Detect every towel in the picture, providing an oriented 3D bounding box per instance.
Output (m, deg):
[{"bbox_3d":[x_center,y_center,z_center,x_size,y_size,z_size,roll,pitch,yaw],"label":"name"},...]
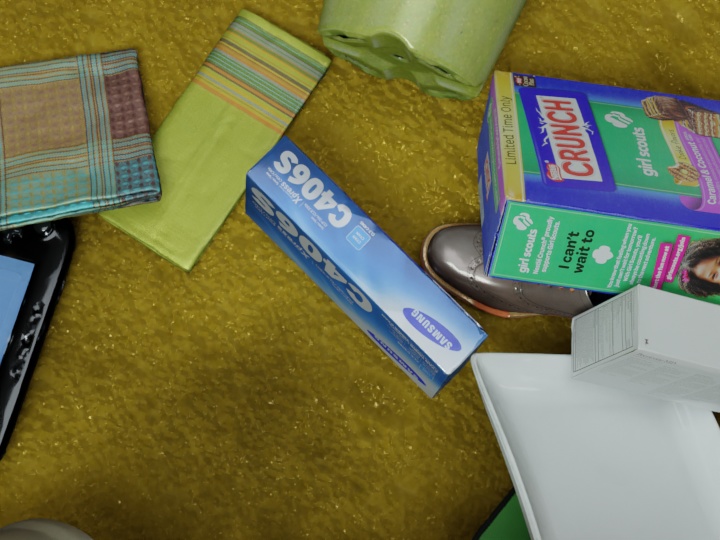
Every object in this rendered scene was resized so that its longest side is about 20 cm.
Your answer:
[{"bbox_3d":[-0.252,-0.094,1.044,0.197,0.022,0.148,-11,59,-7],"label":"towel"},{"bbox_3d":[-0.108,-0.101,1.082,0.085,0.018,0.201,31,76,9],"label":"towel"}]

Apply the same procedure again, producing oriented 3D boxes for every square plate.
[{"bbox_3d":[0.180,0.146,0.972,0.198,0.029,0.200,3,52,-29],"label":"square plate"}]

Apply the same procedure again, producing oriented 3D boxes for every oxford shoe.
[{"bbox_3d":[0.143,0.000,1.046,0.197,0.073,0.072,13,75,-1],"label":"oxford shoe"}]

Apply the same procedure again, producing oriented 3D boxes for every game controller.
[{"bbox_3d":[-0.275,0.041,1.014,0.103,0.042,0.202,16,72,-1],"label":"game controller"}]

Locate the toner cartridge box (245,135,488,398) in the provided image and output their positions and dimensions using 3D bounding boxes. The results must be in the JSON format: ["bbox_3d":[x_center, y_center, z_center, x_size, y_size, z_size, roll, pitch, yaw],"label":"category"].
[{"bbox_3d":[0.000,0.000,1.023,0.200,0.095,0.043,45,77,8],"label":"toner cartridge box"}]

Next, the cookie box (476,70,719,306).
[{"bbox_3d":[0.188,-0.059,1.023,0.197,0.076,0.172,7,38,-3],"label":"cookie box"}]

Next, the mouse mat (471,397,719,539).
[{"bbox_3d":[0.189,0.177,0.997,0.160,0.008,0.200,37,55,14],"label":"mouse mat"}]

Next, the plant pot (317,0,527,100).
[{"bbox_3d":[0.058,-0.234,1.053,0.198,0.200,0.186,20,86,1],"label":"plant pot"}]

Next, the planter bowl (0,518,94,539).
[{"bbox_3d":[-0.236,0.262,0.863,0.198,0.134,0.203,1,92,37],"label":"planter bowl"}]

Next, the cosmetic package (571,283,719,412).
[{"bbox_3d":[0.252,0.062,1.001,0.198,0.082,0.051,14,68,-23],"label":"cosmetic package"}]
